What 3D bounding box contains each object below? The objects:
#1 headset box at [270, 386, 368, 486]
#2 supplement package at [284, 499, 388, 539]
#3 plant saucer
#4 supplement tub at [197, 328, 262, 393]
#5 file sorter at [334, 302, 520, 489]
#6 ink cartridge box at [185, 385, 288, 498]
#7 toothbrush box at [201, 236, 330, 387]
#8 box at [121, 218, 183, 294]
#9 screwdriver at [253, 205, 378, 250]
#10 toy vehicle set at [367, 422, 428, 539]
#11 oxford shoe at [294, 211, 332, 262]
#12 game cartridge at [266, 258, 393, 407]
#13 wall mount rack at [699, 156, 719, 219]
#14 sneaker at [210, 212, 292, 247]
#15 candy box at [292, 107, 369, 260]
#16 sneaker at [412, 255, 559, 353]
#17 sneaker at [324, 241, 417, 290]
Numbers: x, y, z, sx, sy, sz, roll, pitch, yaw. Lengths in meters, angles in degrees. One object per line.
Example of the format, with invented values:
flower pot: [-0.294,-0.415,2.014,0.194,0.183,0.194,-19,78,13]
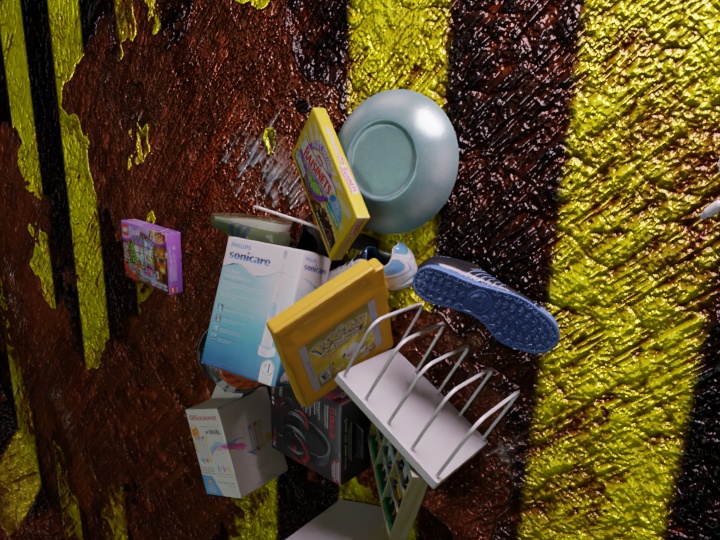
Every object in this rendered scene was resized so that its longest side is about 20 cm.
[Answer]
headset box: [-0.066,0.265,1.019,0.199,0.075,0.151,14,109,40]
supplement package: [-0.024,0.527,0.968,0.146,0.190,0.203,-10,94,42]
plant saucer: [0.037,-0.152,0.813,0.199,0.039,0.204,3,96,28]
supplement tub: [-0.225,0.154,1.060,0.200,0.121,0.124,173,83,-68]
file sorter: [0.094,0.158,0.807,0.200,0.138,0.125,43,123,26]
ink cartridge box: [-0.251,0.326,1.167,0.128,0.125,0.202,-14,92,43]
toothbrush box: [-0.144,0.061,0.895,0.145,0.085,0.203,10,88,28]
box: [-0.481,-0.035,1.343,0.199,0.039,0.139,15,110,39]
screwdriver: [-0.065,-0.063,0.877,0.029,0.198,0.028,-104,34,-58]
toy vehicle set: [0.051,0.275,0.868,0.201,0.026,0.126,-107,28,-61]
oxford shoe: [-0.044,-0.079,0.914,0.071,0.072,0.201,48,127,24]
game cartridge: [-0.033,0.091,0.826,0.032,0.175,0.201,45,159,33]
wall mount rack: [0.413,-0.059,0.504,0.201,0.074,0.174,56,130,16]
sneaker: [-0.205,-0.055,1.068,0.199,0.067,0.091,10,102,37]
candy box: [-0.048,-0.126,0.847,0.102,0.026,0.202,-52,51,46]
sneaker: [0.167,0.035,0.763,0.198,0.078,0.071,28,117,10]
sneaker: [0.000,0.000,0.893,0.198,0.072,0.073,-12,104,38]
